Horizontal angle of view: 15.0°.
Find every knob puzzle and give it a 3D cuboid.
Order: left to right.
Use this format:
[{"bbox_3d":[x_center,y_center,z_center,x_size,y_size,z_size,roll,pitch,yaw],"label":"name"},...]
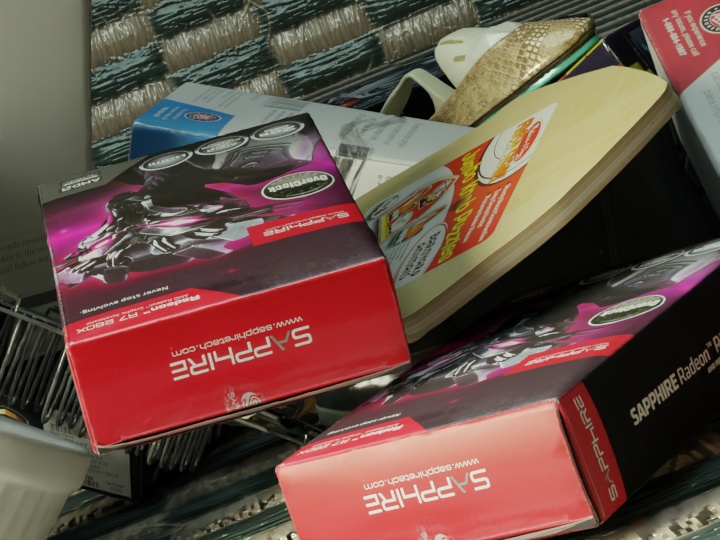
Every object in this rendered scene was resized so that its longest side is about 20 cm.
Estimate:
[{"bbox_3d":[0.053,-0.019,1.137,0.220,0.030,0.220,-35,14,10],"label":"knob puzzle"}]

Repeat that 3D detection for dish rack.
[{"bbox_3d":[-0.111,0.053,1.208,0.200,0.055,0.153,21,-2,8],"label":"dish rack"}]

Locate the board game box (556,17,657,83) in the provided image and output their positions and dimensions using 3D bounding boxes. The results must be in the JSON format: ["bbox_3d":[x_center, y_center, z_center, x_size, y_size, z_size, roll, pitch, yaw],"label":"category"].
[{"bbox_3d":[0.156,-0.096,1.585,0.200,0.057,0.165,-30,-9,-49],"label":"board game box"}]

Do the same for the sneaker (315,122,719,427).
[{"bbox_3d":[0.061,-0.002,1.234,0.200,0.106,0.075,-21,8,5],"label":"sneaker"}]

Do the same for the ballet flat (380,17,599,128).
[{"bbox_3d":[0.056,-0.097,1.554,0.200,0.065,0.071,-44,-7,40],"label":"ballet flat"}]

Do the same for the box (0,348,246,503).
[{"bbox_3d":[-0.144,0.042,1.407,0.198,0.050,0.200,14,25,25],"label":"box"}]

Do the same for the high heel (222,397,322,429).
[{"bbox_3d":[0.000,0.000,1.282,0.200,0.071,0.143,-19,-34,-18],"label":"high heel"}]

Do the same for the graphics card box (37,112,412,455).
[{"bbox_3d":[-0.059,0.000,1.089,0.125,0.051,0.200,-16,20,-3],"label":"graphics card box"}]

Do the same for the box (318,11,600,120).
[{"bbox_3d":[0.046,-0.080,1.788,0.200,0.104,0.182,-24,7,-22],"label":"box"}]

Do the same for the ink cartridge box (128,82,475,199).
[{"bbox_3d":[-0.015,-0.037,1.457,0.200,0.084,0.145,9,12,6],"label":"ink cartridge box"}]

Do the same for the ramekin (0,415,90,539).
[{"bbox_3d":[-0.220,0.087,1.142,0.202,0.094,0.202,19,-4,1],"label":"ramekin"}]

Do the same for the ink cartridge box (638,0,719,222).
[{"bbox_3d":[0.242,-0.085,1.203,0.200,0.083,0.146,-21,36,3],"label":"ink cartridge box"}]

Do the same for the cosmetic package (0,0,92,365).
[{"bbox_3d":[-0.236,-0.072,1.349,0.123,0.200,0.199,-16,27,-40],"label":"cosmetic package"}]

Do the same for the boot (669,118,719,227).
[{"bbox_3d":[0.150,-0.039,1.414,0.138,0.078,0.200,-20,-6,41],"label":"boot"}]

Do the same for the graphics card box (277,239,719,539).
[{"bbox_3d":[0.072,0.048,1.029,0.125,0.051,0.200,-17,8,35],"label":"graphics card box"}]
